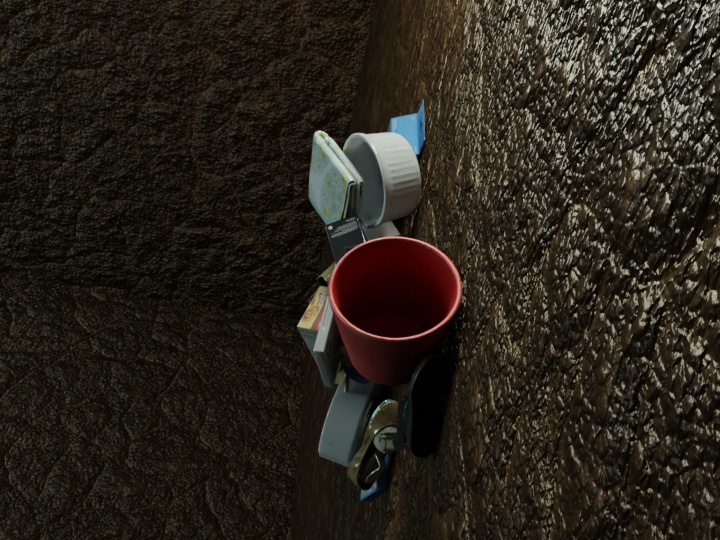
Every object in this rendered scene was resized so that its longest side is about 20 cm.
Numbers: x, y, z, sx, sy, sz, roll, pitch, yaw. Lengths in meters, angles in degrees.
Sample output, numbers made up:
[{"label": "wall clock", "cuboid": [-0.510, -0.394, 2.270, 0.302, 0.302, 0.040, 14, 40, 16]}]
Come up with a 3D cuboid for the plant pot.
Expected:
[{"label": "plant pot", "cuboid": [0.050, 0.076, 1.187, 0.178, 0.200, 0.201, 91, -178, -53]}]

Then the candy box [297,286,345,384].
[{"label": "candy box", "cuboid": [-0.059, 0.143, 1.637, 0.116, 0.055, 0.200, -62, -35, -34]}]

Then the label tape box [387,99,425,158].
[{"label": "label tape box", "cuboid": [0.091, -0.272, 1.724, 0.200, 0.063, 0.145, 106, 169, -48]}]

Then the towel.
[{"label": "towel", "cuboid": [-0.056, -0.182, 1.658, 0.200, 0.048, 0.172, 55, 146, 38]}]

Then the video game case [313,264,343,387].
[{"label": "video game case", "cuboid": [-0.052, 0.112, 1.482, 0.200, 0.023, 0.182, 82, -160, -63]}]

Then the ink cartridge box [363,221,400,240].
[{"label": "ink cartridge box", "cuboid": [0.011, -0.119, 1.826, 0.146, 0.085, 0.200, 57, 176, -4]}]

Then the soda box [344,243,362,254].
[{"label": "soda box", "cuboid": [0.013, 0.025, 1.463, 0.200, 0.071, 0.063, 85, 172, -59]}]

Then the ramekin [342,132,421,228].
[{"label": "ramekin", "cuboid": [0.045, -0.196, 1.602, 0.200, 0.097, 0.201, 42, 139, 51]}]

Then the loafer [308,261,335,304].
[{"label": "loafer", "cuboid": [-0.065, 0.020, 1.880, 0.076, 0.067, 0.200, -2, 62, 64]}]

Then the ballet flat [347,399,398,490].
[{"label": "ballet flat", "cuboid": [0.036, 0.337, 1.434, 0.065, 0.070, 0.200, 53, 131, 46]}]

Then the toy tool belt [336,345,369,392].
[{"label": "toy tool belt", "cuboid": [0.017, 0.168, 1.481, 0.123, 0.125, 0.200, -62, 4, -28]}]

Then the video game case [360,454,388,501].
[{"label": "video game case", "cuboid": [0.031, 0.394, 1.572, 0.200, 0.018, 0.144, 115, 163, -65]}]

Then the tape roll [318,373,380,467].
[{"label": "tape roll", "cuboid": [-0.021, 0.314, 1.619, 0.202, 0.071, 0.203, 19, -90, -80]}]

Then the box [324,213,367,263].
[{"label": "box", "cuboid": [0.000, 0.000, 1.615, 0.200, 0.079, 0.141, 65, -172, -54]}]

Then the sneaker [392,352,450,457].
[{"label": "sneaker", "cuboid": [0.089, 0.206, 1.171, 0.104, 0.060, 0.200, -119, 35, -71]}]

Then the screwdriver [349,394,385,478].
[{"label": "screwdriver", "cuboid": [0.010, 0.336, 1.549, 0.200, 0.028, 0.029, -62, -30, -44]}]
